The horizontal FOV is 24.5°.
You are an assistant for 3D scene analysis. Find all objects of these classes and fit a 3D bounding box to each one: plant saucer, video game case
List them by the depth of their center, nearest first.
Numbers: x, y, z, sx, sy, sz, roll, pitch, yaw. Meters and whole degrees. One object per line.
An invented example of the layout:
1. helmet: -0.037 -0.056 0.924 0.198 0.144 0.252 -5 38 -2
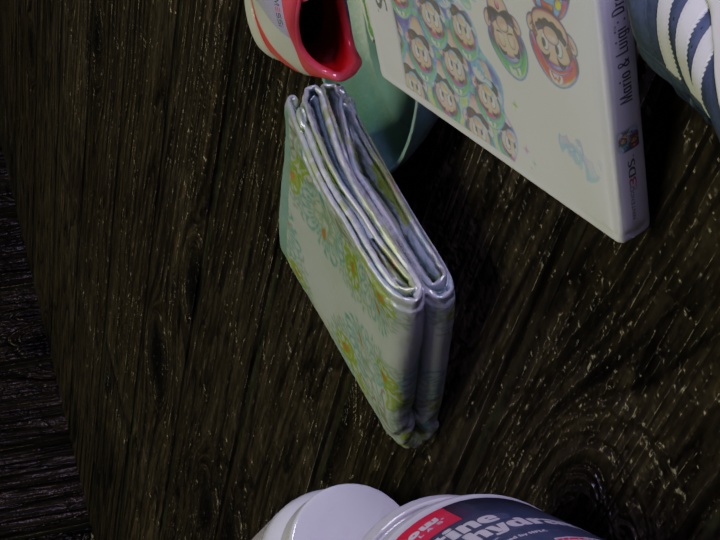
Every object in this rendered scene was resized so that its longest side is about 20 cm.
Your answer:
1. video game case: 0.057 -0.129 0.770 0.200 0.024 0.183 40 153 44
2. plant saucer: 0.015 -0.159 1.004 0.200 0.036 0.202 172 90 -73

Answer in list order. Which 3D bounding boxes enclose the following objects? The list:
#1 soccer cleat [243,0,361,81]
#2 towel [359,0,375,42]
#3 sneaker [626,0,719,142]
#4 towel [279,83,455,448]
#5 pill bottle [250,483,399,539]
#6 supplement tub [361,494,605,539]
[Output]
1. soccer cleat: -0.046 -0.197 0.964 0.073 0.068 0.201 36 155 41
2. towel: 0.035 -0.233 0.859 0.200 0.023 0.153 -49 50 51
3. sneaker: 0.141 -0.074 0.602 0.085 0.074 0.201 112 154 -56
4. towel: 0.000 0.000 1.036 0.200 0.048 0.172 92 154 -59
5. pill bottle: -0.028 0.220 1.201 0.200 0.109 0.110 127 131 -65
6. supplement tub: 0.075 0.189 0.817 0.200 0.139 0.141 -171 73 -71
